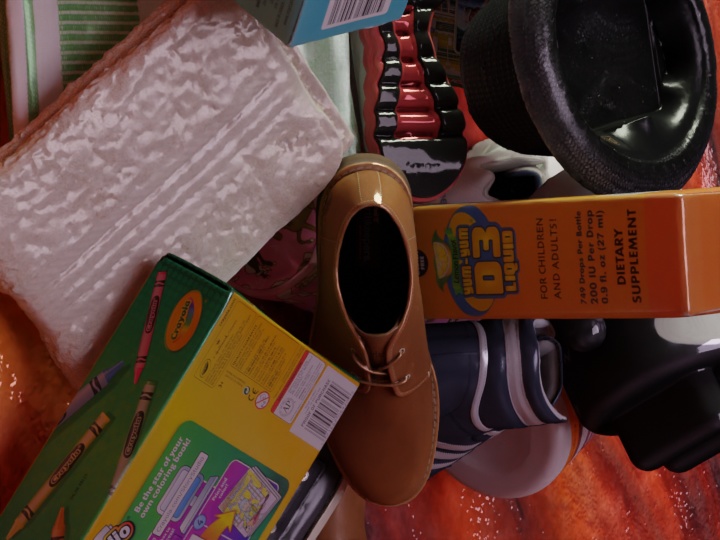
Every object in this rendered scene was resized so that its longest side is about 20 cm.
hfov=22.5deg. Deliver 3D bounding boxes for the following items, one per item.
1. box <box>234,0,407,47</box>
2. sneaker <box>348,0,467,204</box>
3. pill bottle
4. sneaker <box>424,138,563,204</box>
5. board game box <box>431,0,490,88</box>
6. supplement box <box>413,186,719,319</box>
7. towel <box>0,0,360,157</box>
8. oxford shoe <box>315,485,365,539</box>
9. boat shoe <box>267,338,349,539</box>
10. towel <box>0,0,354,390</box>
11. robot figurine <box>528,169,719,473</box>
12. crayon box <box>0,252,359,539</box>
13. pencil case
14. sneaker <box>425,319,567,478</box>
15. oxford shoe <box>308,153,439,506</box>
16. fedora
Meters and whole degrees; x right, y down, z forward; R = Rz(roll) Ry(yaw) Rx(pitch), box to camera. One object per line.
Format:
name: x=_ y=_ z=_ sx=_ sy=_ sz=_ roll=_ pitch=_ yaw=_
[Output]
box: x=-0.066 y=-0.191 z=0.896 sx=0.082 sy=0.200 sz=0.049 roll=-21 pitch=143 yaw=-42
sneaker: x=0.006 y=-0.134 z=1.033 sx=0.074 sy=0.087 sz=0.201 roll=1 pitch=84 yaw=-29
pill bottle: x=0.131 y=0.064 z=1.248 sx=0.200 sy=0.113 sz=0.113 roll=-36 pitch=118 yaw=-50
sneaker: x=0.099 y=-0.052 z=1.229 sx=0.200 sy=0.087 sz=0.075 roll=-24 pitch=102 yaw=-55
board game box: x=0.058 y=-0.219 z=1.160 sx=0.134 sy=0.029 sz=0.201 roll=9 pitch=80 yaw=-20
supplement box: x=0.101 y=-0.007 z=0.977 sx=0.069 sy=0.200 sz=0.067 roll=-7 pitch=94 yaw=-50
towel: x=-0.091 y=-0.116 z=0.938 sx=0.200 sy=0.023 sz=0.153 roll=-10 pitch=101 yaw=-31
oxford shoe: x=-0.010 y=0.182 z=1.058 sx=0.071 sy=0.071 sz=0.201 roll=34 pitch=61 yaw=-61
boat shoe: x=-0.056 y=0.119 z=1.010 sx=0.063 sy=0.072 sz=0.200 roll=48 pitch=56 yaw=-47
towel: x=-0.101 y=-0.048 z=0.907 sx=0.200 sy=0.034 sz=0.133 roll=-43 pitch=122 yaw=-17
robot figurine: x=0.170 y=0.026 z=1.134 sx=0.150 sy=0.124 sz=0.200 roll=88 pitch=-19 yaw=-67
crayon box: x=-0.098 y=0.108 z=0.900 sx=0.200 sy=0.058 sz=0.119 roll=-58 pitch=139 yaw=-7
pencil case: x=0.000 y=0.000 z=1.082 sx=0.200 sy=0.086 sz=0.083 roll=24 pitch=49 yaw=-52
sneaker: x=0.068 y=0.082 z=1.101 sx=0.200 sy=0.108 sz=0.070 roll=82 pitch=2 yaw=-67
oxford shoe: x=0.005 y=0.044 z=0.965 sx=0.071 sy=0.071 sz=0.201 roll=-100 pitch=-177 yaw=-69
fedora: x=0.123 y=-0.122 z=1.050 sx=0.200 sy=0.091 sz=0.201 roll=12 pitch=75 yaw=-48
